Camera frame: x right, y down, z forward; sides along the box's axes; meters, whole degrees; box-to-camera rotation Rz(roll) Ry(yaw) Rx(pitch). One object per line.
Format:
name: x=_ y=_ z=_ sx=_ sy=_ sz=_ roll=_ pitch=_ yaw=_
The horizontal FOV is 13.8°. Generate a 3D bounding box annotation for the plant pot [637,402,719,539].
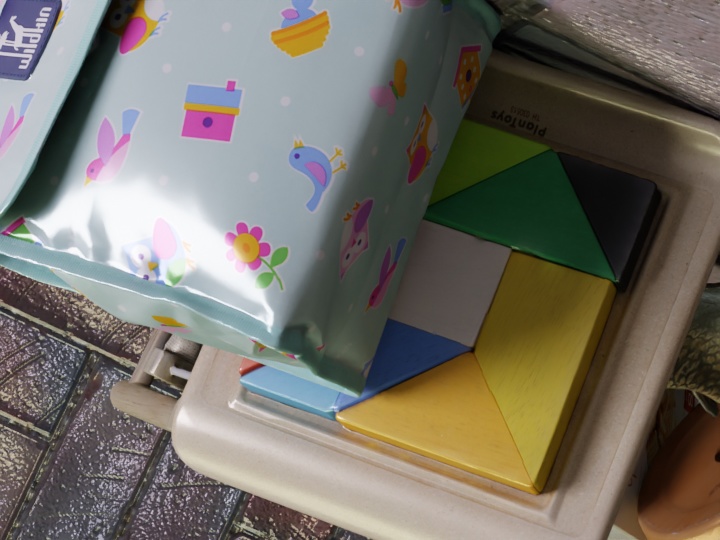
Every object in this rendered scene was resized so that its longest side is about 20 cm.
plant pot: x=0.251 y=0.141 z=1.675 sx=0.140 sy=0.200 sz=0.200 roll=45 pitch=168 yaw=-18

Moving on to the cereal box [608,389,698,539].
cereal box: x=0.148 y=0.083 z=1.718 sx=0.039 sy=0.144 sz=0.200 roll=-1 pitch=165 yaw=25

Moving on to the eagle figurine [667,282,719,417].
eagle figurine: x=0.142 y=0.034 z=1.415 sx=0.200 sy=0.152 sz=0.151 roll=-6 pitch=158 yaw=-31

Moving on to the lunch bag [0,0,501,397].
lunch bag: x=-0.072 y=-0.064 z=1.151 sx=0.200 sy=0.171 sz=0.122 roll=20 pitch=174 yaw=21

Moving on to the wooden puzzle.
wooden puzzle: x=0.036 y=0.011 z=1.181 sx=0.185 sy=0.200 sz=0.037 roll=19 pitch=174 yaw=19

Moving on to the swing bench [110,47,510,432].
swing bench: x=0.000 y=0.000 z=1.299 sx=0.130 sy=0.199 sz=0.200 roll=26 pitch=174 yaw=-11
